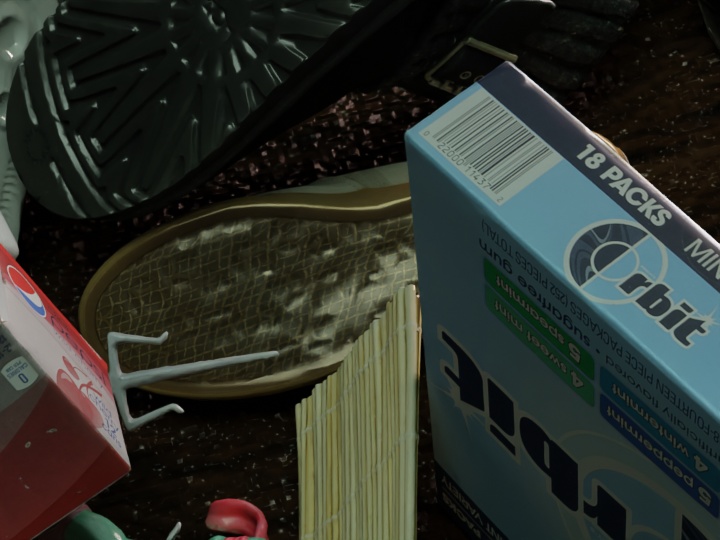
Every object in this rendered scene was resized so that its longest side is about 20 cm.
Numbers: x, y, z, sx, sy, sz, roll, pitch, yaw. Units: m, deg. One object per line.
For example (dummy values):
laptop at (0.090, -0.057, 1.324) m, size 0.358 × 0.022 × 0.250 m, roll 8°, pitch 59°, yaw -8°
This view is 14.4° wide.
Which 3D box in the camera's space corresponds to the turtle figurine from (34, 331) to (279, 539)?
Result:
turtle figurine at (-0.094, 0.115, 0.893) m, size 0.199 × 0.101 × 0.150 m, roll -27°, pitch 37°, yaw 7°

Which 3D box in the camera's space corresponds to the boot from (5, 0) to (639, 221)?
boot at (-0.006, -0.079, 1.007) m, size 0.211 × 0.158 × 0.080 m, roll -31°, pitch 72°, yaw 24°

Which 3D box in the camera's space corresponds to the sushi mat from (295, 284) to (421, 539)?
sushi mat at (-0.003, 0.109, 0.894) m, size 0.012 × 0.096 × 0.201 m, roll 16°, pitch 52°, yaw -19°

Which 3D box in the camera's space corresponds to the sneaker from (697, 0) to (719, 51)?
sneaker at (0.155, -0.159, 1.074) m, size 0.106 × 0.075 × 0.201 m, roll -21°, pitch 57°, yaw -10°

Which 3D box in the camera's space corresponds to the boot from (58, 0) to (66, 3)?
boot at (-0.061, -0.166, 1.103) m, size 0.199 × 0.074 × 0.096 m, roll -20°, pitch 55°, yaw -12°

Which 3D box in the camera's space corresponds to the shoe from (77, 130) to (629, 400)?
shoe at (0.000, 0.000, 0.999) m, size 0.199 × 0.053 × 0.070 m, roll -15°, pitch 87°, yaw 0°

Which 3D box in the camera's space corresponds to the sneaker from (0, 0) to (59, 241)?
sneaker at (-0.196, -0.028, 1.031) m, size 0.146 × 0.080 × 0.201 m, roll 8°, pitch 74°, yaw 40°

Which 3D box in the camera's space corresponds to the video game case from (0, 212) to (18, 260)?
video game case at (-0.206, -0.006, 0.960) m, size 0.182 × 0.023 × 0.200 m, roll -48°, pitch 47°, yaw 17°

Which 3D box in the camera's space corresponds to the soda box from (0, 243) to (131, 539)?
soda box at (-0.170, 0.078, 0.861) m, size 0.200 × 0.070 × 0.063 m, roll -34°, pitch 30°, yaw 7°

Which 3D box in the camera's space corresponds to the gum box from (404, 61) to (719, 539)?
gum box at (0.086, 0.059, 0.851) m, size 0.044 × 0.200 × 0.170 m, roll -35°, pitch 59°, yaw -19°
